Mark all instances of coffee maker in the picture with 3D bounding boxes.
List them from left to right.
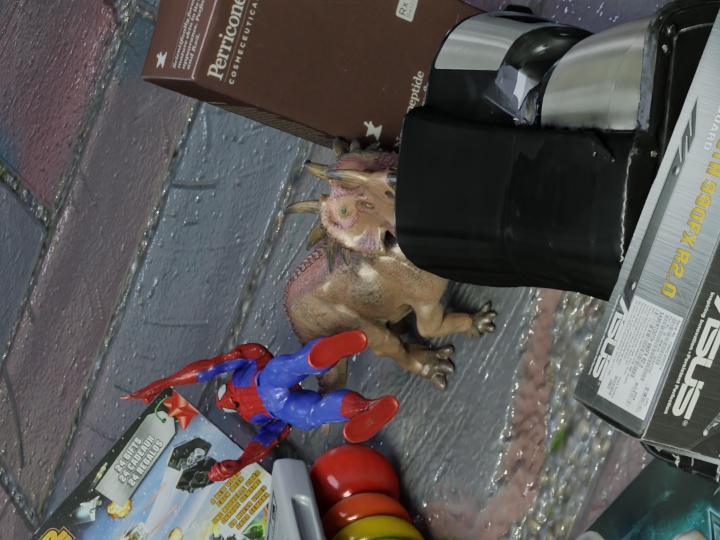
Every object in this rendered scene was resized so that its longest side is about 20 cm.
[{"bbox_3d":[0.102,-0.028,0.829,0.193,0.134,0.200,-63,26,-9],"label":"coffee maker"}]

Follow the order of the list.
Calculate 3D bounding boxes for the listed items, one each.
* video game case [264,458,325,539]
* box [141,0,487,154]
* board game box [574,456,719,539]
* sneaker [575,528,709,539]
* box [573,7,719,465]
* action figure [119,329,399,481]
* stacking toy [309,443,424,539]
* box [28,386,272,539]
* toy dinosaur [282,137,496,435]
[{"bbox_3d":[-0.037,0.230,0.963,0.183,0.022,0.202,-113,28,-68],"label":"video game case"},{"bbox_3d":[-0.012,-0.123,1.019,0.075,0.199,0.101,12,86,60],"label":"box"},{"bbox_3d":[0.141,0.155,0.803,0.200,0.028,0.136,-53,37,31],"label":"board game box"},{"bbox_3d":[0.147,0.150,0.698,0.199,0.075,0.093,4,95,38],"label":"sneaker"},{"bbox_3d":[0.184,-0.019,0.690,0.048,0.157,0.202,30,101,58],"label":"box"},{"bbox_3d":[-0.063,0.077,1.001,0.066,0.098,0.200,65,160,-4],"label":"action figure"},{"bbox_3d":[0.012,0.168,0.971,0.086,0.085,0.201,-57,27,24],"label":"stacking toy"},{"bbox_3d":[-0.131,0.185,1.079,0.137,0.040,0.200,37,80,29],"label":"box"},{"bbox_3d":[0.000,0.000,1.003,0.200,0.135,0.086,-51,37,34],"label":"toy dinosaur"}]
